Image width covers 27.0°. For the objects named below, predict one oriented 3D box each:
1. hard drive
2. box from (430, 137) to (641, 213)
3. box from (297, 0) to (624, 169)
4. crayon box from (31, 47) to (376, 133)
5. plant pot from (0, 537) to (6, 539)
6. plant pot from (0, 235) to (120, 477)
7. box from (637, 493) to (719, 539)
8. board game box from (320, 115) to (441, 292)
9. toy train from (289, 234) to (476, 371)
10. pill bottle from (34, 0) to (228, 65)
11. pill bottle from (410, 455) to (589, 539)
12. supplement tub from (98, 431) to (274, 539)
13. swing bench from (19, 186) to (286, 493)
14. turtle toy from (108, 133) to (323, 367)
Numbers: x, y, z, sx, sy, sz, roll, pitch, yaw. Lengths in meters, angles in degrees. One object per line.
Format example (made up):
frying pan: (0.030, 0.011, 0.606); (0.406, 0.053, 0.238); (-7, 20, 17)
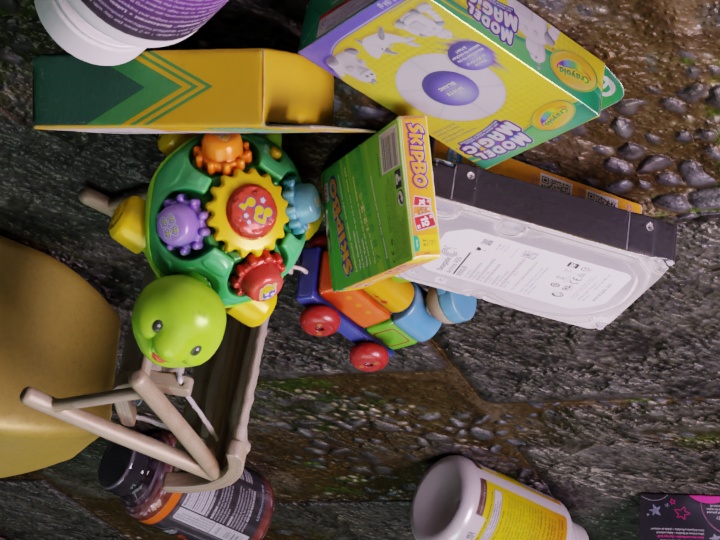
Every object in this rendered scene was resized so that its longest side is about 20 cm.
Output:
hard drive: (0.116, -0.016, 1.113); (0.198, 0.038, 0.140); (16, 154, -9)
box: (0.102, -0.041, 1.158); (0.198, 0.042, 0.119); (20, 150, -14)
box: (0.070, -0.133, 0.990); (0.199, 0.049, 0.117); (26, 149, -30)
crayon box: (-0.101, -0.118, 1.000); (0.198, 0.052, 0.126); (2, -176, 19)
plant pot: (-0.592, 0.468, 2.184); (0.172, 0.202, 0.200); (-16, 146, 13)
plant pot: (-0.335, 0.091, 1.391); (0.198, 0.197, 0.194); (15, 152, -25)
box: (0.410, 0.326, 1.652); (0.198, 0.116, 0.132); (0, 150, 18)
board game box: (0.010, -0.042, 1.078); (0.030, 0.097, 0.200); (-4, 174, -20)
toy train: (0.000, 0.000, 1.223); (0.115, 0.085, 0.200); (-18, 142, 32)
pill bottle: (-0.113, -0.197, 0.860); (0.111, 0.112, 0.200); (24, 148, -25)
pill bottle: (0.160, 0.288, 1.667); (0.199, 0.110, 0.109); (27, 147, -29)
supplement tub: (-0.203, 0.252, 1.726); (0.199, 0.108, 0.106); (31, 146, -33)
swing bench: (-0.148, 0.053, 1.239); (0.129, 0.201, 0.200); (-10, 147, 33)
turtle toy: (-0.105, -0.020, 1.099); (0.145, 0.201, 0.101); (33, 165, -20)
